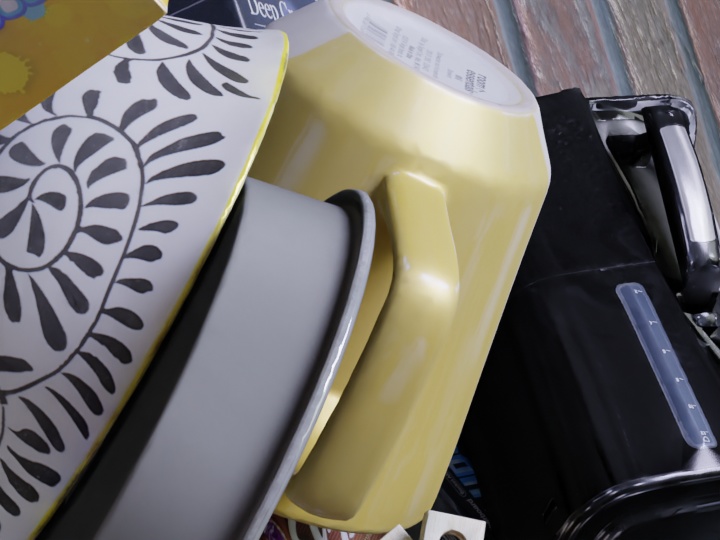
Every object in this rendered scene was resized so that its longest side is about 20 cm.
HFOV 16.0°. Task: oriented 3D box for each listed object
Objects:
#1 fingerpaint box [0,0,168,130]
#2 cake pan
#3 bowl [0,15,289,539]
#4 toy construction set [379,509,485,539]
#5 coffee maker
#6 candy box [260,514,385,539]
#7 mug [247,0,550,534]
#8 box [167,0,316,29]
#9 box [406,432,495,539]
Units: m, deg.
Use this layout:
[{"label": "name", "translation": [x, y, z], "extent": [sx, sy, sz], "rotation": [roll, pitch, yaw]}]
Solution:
[{"label": "fingerpaint box", "translation": [-0.135, -0.085, 0.712], "extent": [0.073, 0.199, 0.167], "rotation": [47, 27, -24]}, {"label": "cake pan", "translation": [-0.061, 0.057, 0.741], "extent": [0.037, 0.201, 0.201], "rotation": [29, 32, -12]}, {"label": "bowl", "translation": [-0.112, -0.010, 0.786], "extent": [0.094, 0.201, 0.201], "rotation": [30, 32, -13]}, {"label": "toy construction set", "translation": [0.029, 0.166, 0.921], "extent": [0.132, 0.092, 0.200], "rotation": [-61, 169, -20]}, {"label": "coffee maker", "translation": [0.079, 0.044, 1.034], "extent": [0.135, 0.191, 0.201], "rotation": [71, 0, -54]}, {"label": "candy box", "translation": [-0.048, 0.101, 0.970], "extent": [0.117, 0.056, 0.200], "rotation": [67, 21, -3]}, {"label": "mug", "translation": [0.003, -0.002, 0.896], "extent": [0.149, 0.154, 0.187], "rotation": [9, 25, -46]}, {"label": "box", "translation": [-0.080, -0.128, 1.048], "extent": [0.148, 0.107, 0.201], "rotation": [0, 68, -68]}, {"label": "box", "translation": [0.077, 0.091, 1.107], "extent": [0.200, 0.046, 0.159], "rotation": [49, 40, 13]}]
